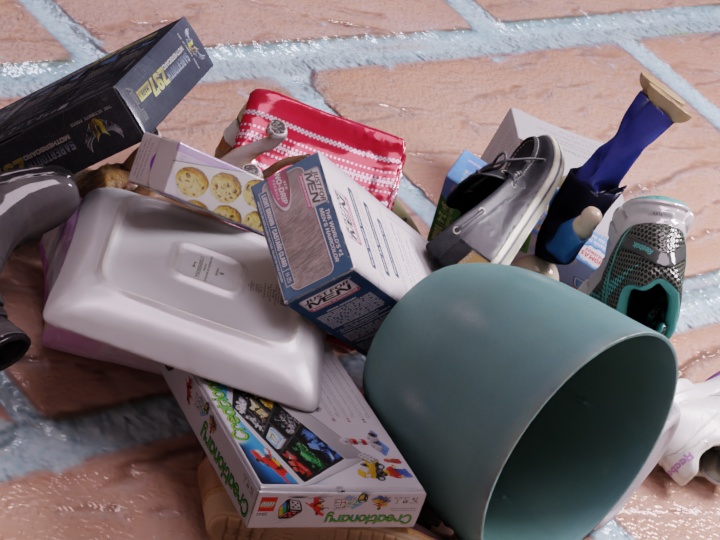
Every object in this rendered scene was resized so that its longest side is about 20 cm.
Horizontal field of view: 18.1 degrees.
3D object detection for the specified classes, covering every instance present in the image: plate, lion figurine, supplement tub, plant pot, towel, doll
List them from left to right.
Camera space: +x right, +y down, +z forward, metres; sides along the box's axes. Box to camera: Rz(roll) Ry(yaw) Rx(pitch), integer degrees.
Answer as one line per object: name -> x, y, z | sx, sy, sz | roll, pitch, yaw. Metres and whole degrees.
lion figurine -> -0.142, -0.061, 1.757 | 0.200, 0.123, 0.073 | 4, 58, -25
plate -> -0.112, 0.009, 1.606 | 0.200, 0.032, 0.200 | 20, 27, -7
towel -> -0.045, -0.045, 1.833 | 0.144, 0.022, 0.200 | 20, 60, -11
plant pot -> 0.100, 0.088, 1.602 | 0.161, 0.201, 0.200 | 37, 30, 32
supplement tub -> 0.137, 0.098, 1.748 | 0.200, 0.123, 0.123 | 37, 31, 15
doll -> 0.180, -0.058, 1.770 | 0.048, 0.200, 0.136 | 33, 14, -11

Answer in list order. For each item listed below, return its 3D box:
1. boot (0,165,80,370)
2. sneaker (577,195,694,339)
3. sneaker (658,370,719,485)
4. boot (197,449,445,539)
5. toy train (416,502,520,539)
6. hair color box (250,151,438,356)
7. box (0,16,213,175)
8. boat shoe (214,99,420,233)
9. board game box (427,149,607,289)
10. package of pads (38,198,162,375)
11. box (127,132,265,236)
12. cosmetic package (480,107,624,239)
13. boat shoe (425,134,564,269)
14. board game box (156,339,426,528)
boot -> -0.262, 0.013, 1.581 | 0.200, 0.070, 0.132 | -27, 57, -21
sneaker -> 0.208, 0.036, 1.752 | 0.077, 0.200, 0.091 | 5, 48, -2
sneaker -> 0.306, 0.135, 1.901 | 0.200, 0.075, 0.100 | -11, 60, -42
boot -> -0.014, 0.147, 1.593 | 0.200, 0.072, 0.166 | 18, 34, -8
toy train -> 0.102, 0.199, 1.654 | 0.200, 0.034, 0.046 | 29, 19, 4
hair color box -> 0.000, 0.000, 1.647 | 0.200, 0.060, 0.100 | 37, 31, -58
box -> -0.224, -0.110, 1.711 | 0.051, 0.200, 0.158 | 60, 25, -16
boat shoe -> -0.034, -0.059, 1.910 | 0.200, 0.068, 0.075 | 41, 25, 1
board game box -> 0.152, -0.002, 1.898 | 0.200, 0.151, 0.037 | 32, 64, 10
package of pads -> -0.141, 0.021, 1.686 | 0.200, 0.076, 0.121 | 15, 37, -20
box -> -0.090, -0.054, 1.669 | 0.039, 0.041, 0.200 | 18, -3, 38
cosmetic package -> 0.178, -0.052, 2.060 | 0.113, 0.081, 0.200 | 19, 30, -19
boat shoe -> 0.106, -0.055, 1.766 | 0.062, 0.075, 0.200 | 41, 42, -7
board game box -> -0.052, 0.104, 1.553 | 0.126, 0.035, 0.200 | 4, 31, -28
